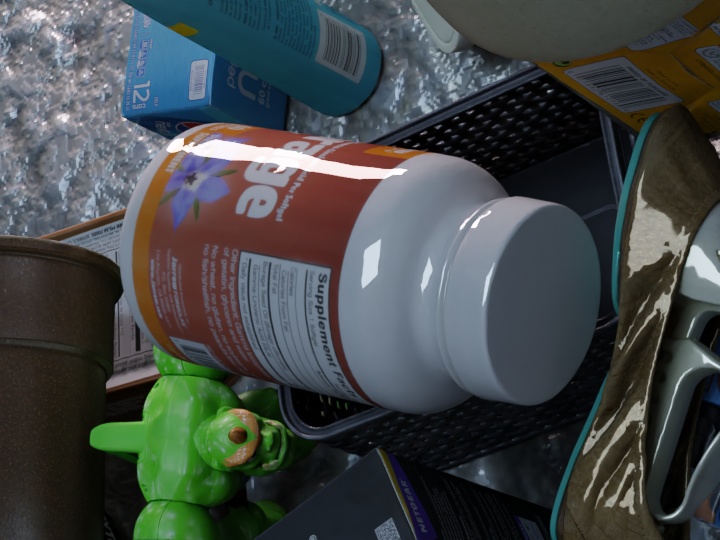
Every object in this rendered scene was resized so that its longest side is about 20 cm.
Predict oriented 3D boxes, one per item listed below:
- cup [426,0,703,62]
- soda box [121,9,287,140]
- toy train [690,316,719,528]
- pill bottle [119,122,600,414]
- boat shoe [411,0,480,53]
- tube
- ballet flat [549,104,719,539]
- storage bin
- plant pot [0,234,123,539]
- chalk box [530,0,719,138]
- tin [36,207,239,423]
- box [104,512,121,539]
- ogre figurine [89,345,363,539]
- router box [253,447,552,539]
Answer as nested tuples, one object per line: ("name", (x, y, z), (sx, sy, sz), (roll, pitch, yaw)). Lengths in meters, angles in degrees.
("cup", (0.059, -0.200, 0.943), (0.199, 0.143, 0.202), (-17, 60, 33))
("soda box", (-0.075, -0.171, 1.322), (0.064, 0.068, 0.201), (-4, 73, 35))
("toy train", (0.196, 0.027, 1.048), (0.114, 0.086, 0.201), (20, 90, 48))
("pill bottle", (0.000, 0.000, 1.064), (0.199, 0.112, 0.113), (10, 82, 38))
("boat shoe", (0.042, -0.191, 1.260), (0.061, 0.073, 0.201), (-12, 51, -13))
("tube", (-0.065, -0.133, 1.218), (0.050, 0.200, 0.078), (-35, 56, 22))
("ballet flat", (0.135, 0.034, 1.011), (0.072, 0.068, 0.201), (12, 85, 36))
("storage bin", (0.061, 0.001, 1.148), (0.199, 0.094, 0.136), (-23, 63, 29))
("plant pot", (-0.207, 0.106, 1.209), (0.199, 0.200, 0.200), (-17, 72, 32))
("chalk box", (0.150, -0.174, 1.036), (0.123, 0.125, 0.201), (-7, 67, 37))
("tin", (-0.135, 0.026, 1.325), (0.199, 0.042, 0.113), (-17, 70, 32))
("box", (-0.189, 0.236, 1.288), (0.200, 0.050, 0.199), (-42, 53, 16))
("ogre figurine", (-0.064, 0.095, 1.194), (0.098, 0.120, 0.201), (18, 87, 39))
("router box", (-0.011, 0.169, 1.107), (0.200, 0.157, 0.052), (-38, 56, 22))
